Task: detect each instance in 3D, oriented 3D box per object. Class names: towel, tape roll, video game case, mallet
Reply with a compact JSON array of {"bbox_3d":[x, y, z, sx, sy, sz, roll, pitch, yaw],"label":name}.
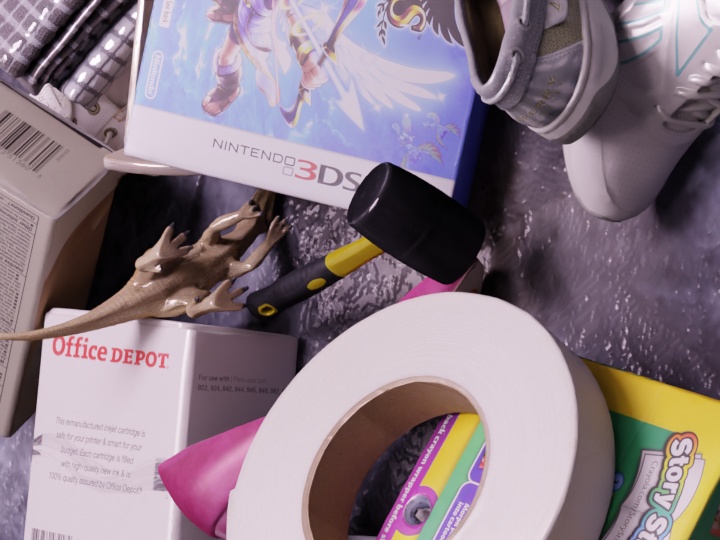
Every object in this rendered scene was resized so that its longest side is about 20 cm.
[{"bbox_3d":[-0.180,-0.206,1.765,0.166,0.086,0.200,-49,44,5],"label":"towel"},{"bbox_3d":[0.025,0.105,1.415,0.203,0.037,0.203,-21,51,28],"label":"tape roll"},{"bbox_3d":[-0.015,-0.136,1.564,0.181,0.045,0.200,14,97,13],"label":"video game case"},{"bbox_3d":[0.000,0.000,1.564,0.200,0.066,0.041,-40,24,62],"label":"mallet"}]

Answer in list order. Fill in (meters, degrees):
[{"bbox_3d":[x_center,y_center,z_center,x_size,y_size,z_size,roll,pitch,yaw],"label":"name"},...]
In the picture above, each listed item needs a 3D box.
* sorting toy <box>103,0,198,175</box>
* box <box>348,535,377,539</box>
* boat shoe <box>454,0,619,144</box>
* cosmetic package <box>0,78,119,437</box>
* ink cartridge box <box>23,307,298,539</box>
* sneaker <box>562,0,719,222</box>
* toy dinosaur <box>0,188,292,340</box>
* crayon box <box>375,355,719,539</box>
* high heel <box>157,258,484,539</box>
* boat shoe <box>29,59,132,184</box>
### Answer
[{"bbox_3d":[-0.033,-0.143,1.627,0.180,0.107,0.200,10,97,34],"label":"sorting toy"},{"bbox_3d":[0.005,0.217,1.543,0.200,0.049,0.161,-3,77,46],"label":"box"},{"bbox_3d":[0.069,-0.146,1.434,0.074,0.065,0.202,-46,39,35],"label":"boat shoe"},{"bbox_3d":[-0.213,-0.007,1.757,0.105,0.071,0.200,33,138,11],"label":"cosmetic package"},{"bbox_3d":[-0.116,0.127,1.692,0.145,0.084,0.200,5,89,49],"label":"ink cartridge box"},{"bbox_3d":[0.159,-0.106,1.409,0.080,0.070,0.200,41,115,41],"label":"sneaker"},{"bbox_3d":[-0.105,0.008,1.632,0.058,0.200,0.101,62,152,-3],"label":"toy dinosaur"},{"bbox_3d":[0.089,0.142,1.406,0.172,0.058,0.200,18,75,45],"label":"crayon box"},{"bbox_3d":[-0.020,0.058,1.562,0.096,0.067,0.200,37,99,23],"label":"high heel"},{"bbox_3d":[-0.165,-0.091,1.789,0.200,0.069,0.071,-55,45,28],"label":"boat shoe"}]
